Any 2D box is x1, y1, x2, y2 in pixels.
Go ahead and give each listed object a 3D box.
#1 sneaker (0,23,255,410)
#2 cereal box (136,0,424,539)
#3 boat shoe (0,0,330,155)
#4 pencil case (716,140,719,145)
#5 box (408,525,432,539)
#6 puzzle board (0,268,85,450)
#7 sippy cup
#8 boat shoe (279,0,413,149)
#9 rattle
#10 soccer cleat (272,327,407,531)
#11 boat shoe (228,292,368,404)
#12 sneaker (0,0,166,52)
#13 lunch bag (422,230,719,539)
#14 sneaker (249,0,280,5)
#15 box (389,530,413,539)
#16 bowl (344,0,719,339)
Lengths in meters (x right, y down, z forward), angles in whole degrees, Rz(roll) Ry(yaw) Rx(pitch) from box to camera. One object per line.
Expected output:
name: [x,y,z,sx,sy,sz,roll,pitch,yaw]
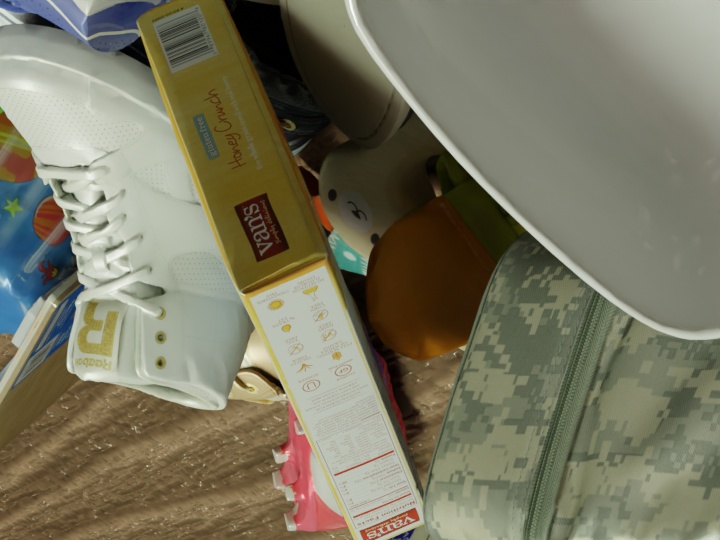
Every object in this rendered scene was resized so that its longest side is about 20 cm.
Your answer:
sneaker: [-0.101,-0.012,1.035,0.073,0.116,0.200,2,153,37]
cereal box: [-0.028,0.003,0.956,0.200,0.039,0.144,69,178,-55]
boat shoe: [-0.089,-0.120,1.023,0.200,0.071,0.091,29,156,-16]
pencil case: [0.128,-0.059,0.872,0.199,0.078,0.090,26,111,8]
box: [0.102,0.154,1.162,0.128,0.200,0.109,7,146,41]
puzzle board: [-0.134,0.020,1.182,0.017,0.151,0.200,42,141,5]
sippy cup: [-0.167,-0.044,1.169,0.139,0.131,0.178,5,146,44]
boat shoe: [0.016,-0.123,0.870,0.073,0.063,0.200,41,150,26]
rattle: [0.000,0.000,1.052,0.200,0.143,0.130,10,140,42]
soccer cleat: [-0.005,0.076,1.317,0.076,0.067,0.200,-12,145,-14]
boat shoe: [-0.056,0.037,1.206,0.200,0.069,0.074,4,110,67]
sneaker: [-0.171,-0.134,0.973,0.199,0.115,0.080,41,-162,20]
lunch bag: [0.151,0.075,0.890,0.167,0.140,0.200,15,172,46]
sneaker: [-0.075,-0.173,0.899,0.200,0.074,0.082,32,155,-10]
box: [0.070,0.233,1.368,0.105,0.184,0.200,42,152,-21]
bowl: [0.118,-0.093,0.759,0.200,0.075,0.200,-35,115,24]
